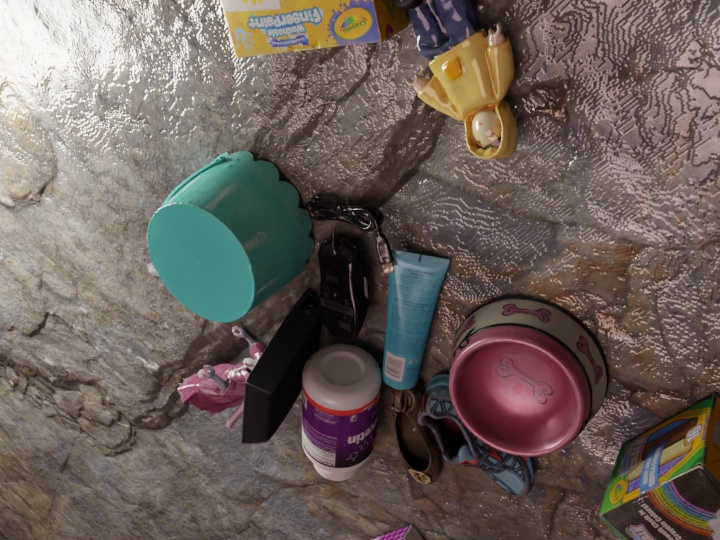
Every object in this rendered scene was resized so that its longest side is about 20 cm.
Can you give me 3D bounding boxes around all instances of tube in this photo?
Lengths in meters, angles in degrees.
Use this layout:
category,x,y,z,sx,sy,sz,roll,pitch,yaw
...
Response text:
category,x,y,z,sx,sy,sz,roll,pitch,yaw
tube,0.063,0.065,1.056,0.076,0.051,0.202,7,123,0

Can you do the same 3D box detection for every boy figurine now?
category,x,y,z,sx,sy,sz,roll,pitch,yaw
boy figurine,0.104,-0.206,0.844,0.123,0.064,0.202,-16,106,36

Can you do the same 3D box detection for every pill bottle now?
category,x,y,z,sx,sy,sz,roll,pitch,yaw
pill bottle,-0.030,0.211,1.161,0.111,0.113,0.202,21,133,20

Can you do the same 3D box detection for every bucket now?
category,x,y,z,sx,sy,sz,roll,pitch,yaw
bucket,-0.178,-0.040,1.085,0.205,0.135,0.210,17,127,23

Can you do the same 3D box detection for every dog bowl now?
category,x,y,z,sx,sy,sz,roll,pitch,yaw
dog bowl,0.196,0.138,0.983,0.197,0.074,0.203,11,118,21

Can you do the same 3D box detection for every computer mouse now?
category,x,y,z,sx,sy,sz,roll,pitch,yaw
computer mouse,0.000,0.000,1.052,0.139,0.046,0.203,10,115,43

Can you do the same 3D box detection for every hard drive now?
category,x,y,z,sx,sy,sz,roll,pitch,yaw
hard drive,-0.103,0.134,1.108,0.042,0.201,0.136,18,129,10

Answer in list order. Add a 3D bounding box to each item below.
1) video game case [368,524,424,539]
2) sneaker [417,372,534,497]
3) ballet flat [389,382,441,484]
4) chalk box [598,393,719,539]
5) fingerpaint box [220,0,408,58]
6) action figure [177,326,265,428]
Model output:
category,x,y,z,sx,sy,sz,roll,pitch,yaw
video game case,0.073,0.528,1.355,0.182,0.036,0.199,50,133,-4
sneaker,0.147,0.240,1.081,0.200,0.096,0.079,46,133,-1
ballet flat,0.074,0.240,1.157,0.066,0.046,0.202,7,127,26
chalk box,0.369,0.263,0.934,0.125,0.124,0.200,43,134,0
fingerpaint box,-0.061,-0.328,0.865,0.197,0.073,0.169,3,119,32
action figure,-0.189,0.179,1.236,0.199,0.134,0.150,-20,108,43
